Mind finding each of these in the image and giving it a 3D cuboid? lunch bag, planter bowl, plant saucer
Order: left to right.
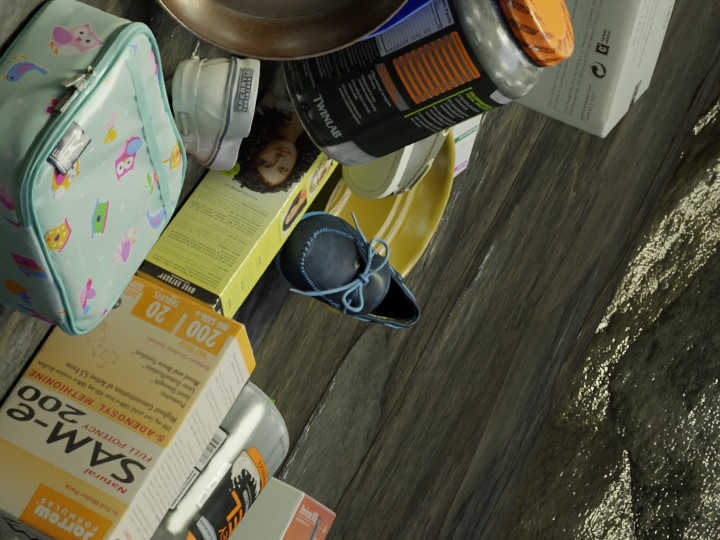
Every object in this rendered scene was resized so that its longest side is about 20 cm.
[{"bbox_3d":[-0.178,-0.066,1.110,0.161,0.077,0.200,-56,161,-28],"label":"lunch bag"},{"bbox_3d":[-0.050,-0.231,1.143,0.032,0.200,0.201,-101,-162,-51],"label":"plant saucer"},{"bbox_3d":[-0.007,-0.068,1.584,0.200,0.083,0.201,-38,144,-34],"label":"planter bowl"}]

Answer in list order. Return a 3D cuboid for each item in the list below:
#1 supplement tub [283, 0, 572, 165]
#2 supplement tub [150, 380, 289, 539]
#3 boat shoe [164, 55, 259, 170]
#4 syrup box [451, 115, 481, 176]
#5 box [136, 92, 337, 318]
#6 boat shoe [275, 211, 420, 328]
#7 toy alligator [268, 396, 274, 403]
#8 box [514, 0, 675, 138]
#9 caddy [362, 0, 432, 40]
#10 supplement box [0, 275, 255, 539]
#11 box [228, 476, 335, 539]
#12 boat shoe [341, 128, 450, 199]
[{"bbox_3d":[0.052,-0.168,1.339,0.123,0.200,0.123,46,32,-41],"label":"supplement tub"},{"bbox_3d":[-0.155,0.182,1.438,0.200,0.122,0.123,-54,160,-33],"label":"supplement tub"},{"bbox_3d":[-0.116,-0.115,1.250,0.200,0.070,0.071,168,-70,-81],"label":"boat shoe"},{"bbox_3d":[0.080,-0.189,1.718,0.081,0.079,0.200,-35,146,-60],"label":"syrup box"},{"bbox_3d":[-0.094,-0.047,1.401,0.200,0.075,0.050,-58,163,-28],"label":"box"},{"bbox_3d":[0.000,0.000,1.498,0.084,0.069,0.200,-63,151,4],"label":"boat shoe"},{"bbox_3d":[-0.136,0.179,1.596,0.200,0.059,0.054,-44,153,-50],"label":"toy alligator"},{"bbox_3d":[0.200,-0.273,1.758,0.131,0.200,0.199,-46,154,-47],"label":"box"},{"bbox_3d":[0.008,-0.241,1.225,0.200,0.105,0.141,-31,137,19],"label":"caddy"},{"bbox_3d":[-0.180,0.108,1.258,0.200,0.126,0.074,-60,163,-22],"label":"supplement box"},{"bbox_3d":[-0.126,0.292,1.700,0.200,0.106,0.152,-63,163,-8],"label":"box"},{"bbox_3d":[0.052,-0.150,1.451,0.060,0.072,0.202,-1,122,-60],"label":"boat shoe"}]
